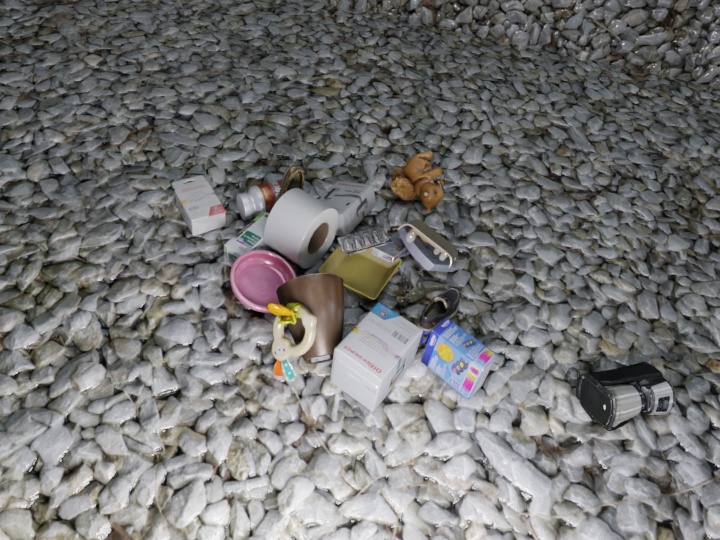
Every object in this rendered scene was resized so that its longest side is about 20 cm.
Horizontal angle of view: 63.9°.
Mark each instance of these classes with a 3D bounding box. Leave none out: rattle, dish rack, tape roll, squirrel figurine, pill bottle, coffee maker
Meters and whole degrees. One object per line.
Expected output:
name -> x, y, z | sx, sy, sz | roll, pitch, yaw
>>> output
rattle -> -0.196, 0.182, 1.413 | 0.129, 0.202, 0.143 | 30, 10, 10
dish rack -> 0.015, -0.087, 1.689 | 0.151, 0.055, 0.200 | -18, 8, -5
tape roll -> -0.177, -0.128, 1.744 | 0.138, 0.205, 0.202 | 31, 49, 19
squirrel figurine -> 0.203, -0.296, 2.043 | 0.196, 0.142, 0.189 | -12, 58, -2
pill bottle -> -0.297, -0.230, 1.883 | 0.197, 0.113, 0.113 | -19, 52, -25
coffee maker -> 0.687, 0.309, 1.524 | 0.196, 0.136, 0.194 | -6, 47, -16

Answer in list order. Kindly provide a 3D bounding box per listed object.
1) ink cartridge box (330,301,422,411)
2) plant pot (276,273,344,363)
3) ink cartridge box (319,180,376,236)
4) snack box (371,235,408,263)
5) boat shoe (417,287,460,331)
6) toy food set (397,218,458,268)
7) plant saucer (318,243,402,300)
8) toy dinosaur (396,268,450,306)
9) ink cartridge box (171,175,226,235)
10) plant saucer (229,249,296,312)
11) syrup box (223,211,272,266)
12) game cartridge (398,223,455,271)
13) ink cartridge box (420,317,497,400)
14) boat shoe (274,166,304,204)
ink cartridge box -> 0.039, 0.220, 1.487 | 0.146, 0.147, 0.200 | 31, 49, 19
plant pot -> -0.118, 0.137, 1.530 | 0.183, 0.187, 0.203 | -6, 70, -15
ink cartridge box -> -0.059, -0.207, 1.897 | 0.144, 0.086, 0.200 | 11, 40, 30
snack box -> 0.100, -0.067, 1.799 | 0.071, 0.025, 0.200 | 25, 21, 14
boat shoe -> 0.236, 0.108, 1.685 | 0.071, 0.065, 0.199 | 34, 49, 24
toy food set -> 0.211, -0.083, 1.784 | 0.199, 0.061, 0.143 | 39, 19, 8
plant saucer -> 0.000, 0.000, 1.760 | 0.198, 0.049, 0.201 | 25, 48, 15
toy dinosaur -> 0.172, 0.049, 1.746 | 0.197, 0.048, 0.089 | -20, 67, -27
ink cartridge box -> -0.523, -0.214, 1.860 | 0.115, 0.068, 0.201 | -19, 54, -26
plant saucer -> -0.278, 0.037, 1.646 | 0.197, 0.051, 0.203 | 15, 51, -19
syrup box -> -0.324, -0.086, 1.763 | 0.078, 0.082, 0.200 | 25, 46, 17
game cartridge -> 0.206, -0.072, 1.842 | 0.131, 0.042, 0.201 | 0, 43, -37
ink cartridge box -> 0.244, 0.223, 1.527 | 0.199, 0.138, 0.076 | 38, 48, 25
boat shoe -> -0.222, -0.229, 1.818 | 0.075, 0.204, 0.074 | 7, 5, -29
